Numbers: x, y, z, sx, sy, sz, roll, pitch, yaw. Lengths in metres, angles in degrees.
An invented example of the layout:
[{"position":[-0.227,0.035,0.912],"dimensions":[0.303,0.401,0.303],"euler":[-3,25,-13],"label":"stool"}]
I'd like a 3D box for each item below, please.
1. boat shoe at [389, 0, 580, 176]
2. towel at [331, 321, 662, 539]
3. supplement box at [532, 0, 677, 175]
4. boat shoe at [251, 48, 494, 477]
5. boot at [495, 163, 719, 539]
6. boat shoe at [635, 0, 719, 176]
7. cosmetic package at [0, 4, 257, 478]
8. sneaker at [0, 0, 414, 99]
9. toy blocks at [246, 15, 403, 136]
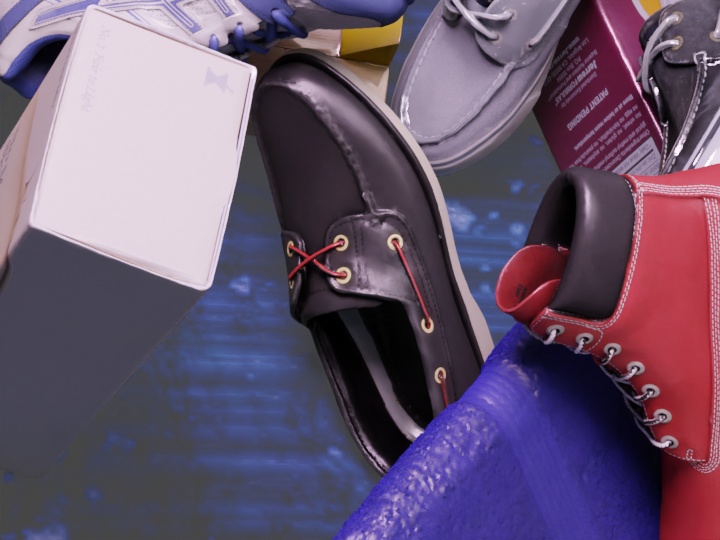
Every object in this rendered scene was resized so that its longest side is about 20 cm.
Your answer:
[{"position":[0.071,-0.138,1.055],"dimensions":[0.070,0.201,0.071],"euler":[37,7,23],"label":"boat shoe"},{"position":[0.064,0.114,0.964],"dimensions":[0.200,0.049,0.148],"euler":[-46,121,-39],"label":"towel"},{"position":[0.157,-0.090,1.125],"dimensions":[0.110,0.086,0.200],"euler":[-13,71,-32],"label":"supplement box"},{"position":[0.002,-0.001,0.978],"dimensions":[0.063,0.074,0.202],"euler":[-34,106,-43],"label":"boat shoe"},{"position":[0.117,0.050,0.951],"dimensions":[0.144,0.072,0.201],"euler":[-3,109,-24],"label":"boot"},{"position":[0.164,-0.097,1.045],"dimensions":[0.071,0.072,0.200],"euler":[25,47,0],"label":"boat shoe"},{"position":[-0.117,-0.004,0.870],"dimensions":[0.073,0.200,0.104],"euler":[20,57,-16],"label":"cosmetic package"},{"position":[-0.070,-0.107,0.962],"dimensions":[0.075,0.199,0.088],"euler":[32,65,-63],"label":"sneaker"},{"position":[-0.051,-0.145,1.055],"dimensions":[0.136,0.100,0.201],"euler":[10,69,-7],"label":"toy blocks"}]
